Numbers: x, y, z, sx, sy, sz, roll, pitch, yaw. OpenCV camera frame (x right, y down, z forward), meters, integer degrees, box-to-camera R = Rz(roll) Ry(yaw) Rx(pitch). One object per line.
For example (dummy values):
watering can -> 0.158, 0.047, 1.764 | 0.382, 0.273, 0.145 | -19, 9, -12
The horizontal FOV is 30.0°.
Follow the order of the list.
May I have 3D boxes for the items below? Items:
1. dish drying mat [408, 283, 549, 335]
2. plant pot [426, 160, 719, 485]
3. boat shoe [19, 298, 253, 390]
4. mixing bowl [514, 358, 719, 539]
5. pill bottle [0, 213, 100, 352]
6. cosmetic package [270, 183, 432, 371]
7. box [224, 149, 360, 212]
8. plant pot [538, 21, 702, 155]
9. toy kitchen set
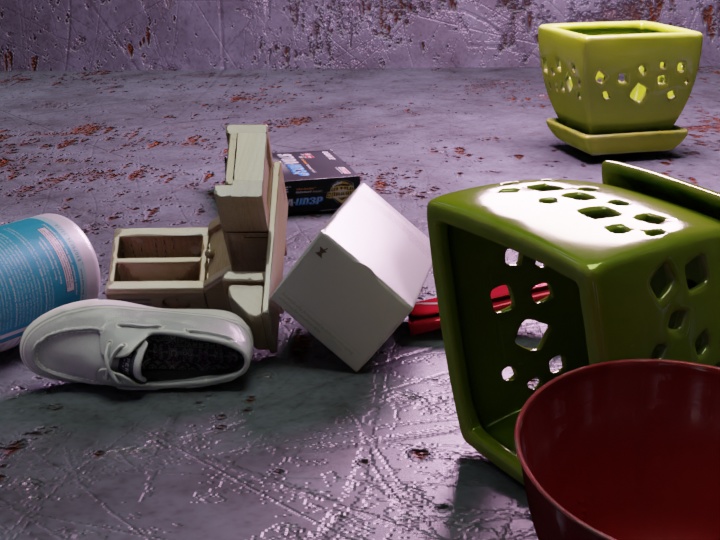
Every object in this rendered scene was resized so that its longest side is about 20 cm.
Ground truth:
dish drying mat -> 0.140, 0.022, 1.274 | 0.197, 0.018, 0.077 | -14, 11, 3
plant pot -> 0.179, 0.036, 0.928 | 0.180, 0.202, 0.200 | -19, 23, -22
boat shoe -> -0.188, 0.071, 1.134 | 0.197, 0.073, 0.069 | 6, 15, -10
mixing bowl -> 0.178, 0.145, 0.736 | 0.197, 0.110, 0.201 | 2, 25, -1
pill bottle -> -0.341, 0.020, 1.221 | 0.110, 0.112, 0.199 | 9, 18, 32
cosmetic package -> 0.000, 0.000, 1.243 | 0.107, 0.085, 0.200 | 41, 20, -1
box -> -0.095, -0.121, 1.811 | 0.157, 0.047, 0.200 | -4, 16, -11
plant pot -> 0.394, -0.283, 2.069 | 0.197, 0.184, 0.199 | -5, 16, -13
toy kitchen set -> -0.161, -0.007, 1.244 | 0.178, 0.201, 0.165 | 0, 57, 3
